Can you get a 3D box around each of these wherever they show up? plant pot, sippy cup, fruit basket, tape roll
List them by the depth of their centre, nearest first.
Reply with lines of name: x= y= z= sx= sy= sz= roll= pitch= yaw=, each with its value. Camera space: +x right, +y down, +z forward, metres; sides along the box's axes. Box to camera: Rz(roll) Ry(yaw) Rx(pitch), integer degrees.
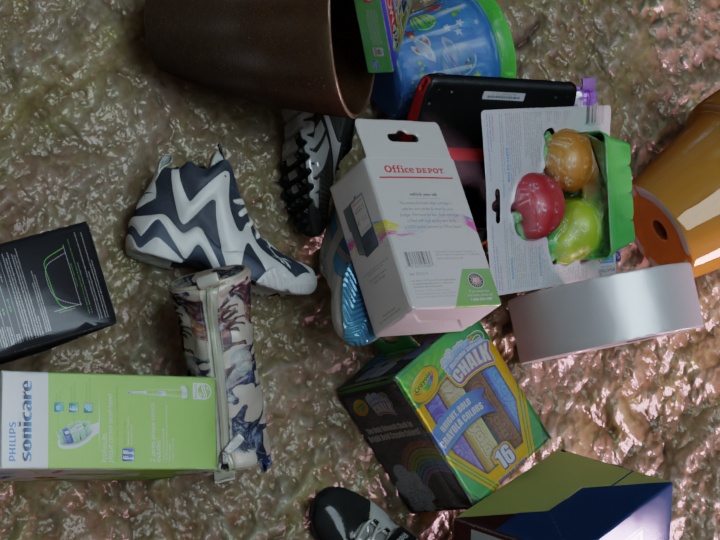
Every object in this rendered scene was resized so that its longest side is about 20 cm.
plant pot: x=-0.100 y=-0.240 z=1.544 sx=0.198 sy=0.187 sz=0.189 roll=1 pitch=75 yaw=14
fruit basket: x=0.194 y=-0.075 z=1.658 sx=0.199 sy=0.093 sz=0.187 roll=-7 pitch=95 yaw=-36
sippy cup: x=0.077 y=-0.221 z=1.697 sx=0.129 sy=0.140 sz=0.179 roll=-15 pitch=64 yaw=-22
tape roll: x=0.259 y=0.046 z=1.699 sx=0.201 sy=0.202 sz=0.072 roll=-9 pitch=84 yaw=-31
plant pot: x=0.407 y=-0.086 z=1.832 sx=0.182 sy=0.200 sz=0.201 roll=-31 pitch=96 yaw=-16

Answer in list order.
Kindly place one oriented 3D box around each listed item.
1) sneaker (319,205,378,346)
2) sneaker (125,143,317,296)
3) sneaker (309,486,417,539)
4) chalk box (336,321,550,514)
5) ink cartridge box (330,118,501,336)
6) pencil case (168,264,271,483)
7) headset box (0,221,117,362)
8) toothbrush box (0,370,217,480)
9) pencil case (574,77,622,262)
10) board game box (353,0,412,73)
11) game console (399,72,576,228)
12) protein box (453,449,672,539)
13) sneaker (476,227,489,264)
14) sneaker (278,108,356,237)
sneaker: x=0.000 y=0.000 z=1.592 sx=0.076 sy=0.081 sz=0.201 roll=28 pitch=44 yaw=-22
sneaker: x=-0.123 y=-0.053 z=1.563 sx=0.197 sy=0.079 sz=0.131 roll=15 pitch=80 yaw=-17
sneaker: x=0.037 y=0.284 z=1.583 sx=0.200 sy=0.088 sz=0.074 roll=45 pitch=63 yaw=-13
chalk box: x=0.071 y=0.126 z=1.615 sx=0.123 sy=0.124 sz=0.201 roll=-35 pitch=99 yaw=-31
ink cartridge box: x=0.046 y=-0.043 z=1.548 sx=0.116 sy=0.067 sz=0.202 roll=-1 pitch=66 yaw=-38
pencil case: x=-0.130 y=0.092 z=1.490 sx=0.077 sy=0.089 sz=0.202 roll=-8 pitch=104 yaw=-10
headset box: x=-0.336 y=0.040 z=1.362 sx=0.199 sy=0.174 sz=0.094 roll=-17 pitch=89 yaw=-31
toothbrush box: x=-0.244 y=0.140 z=1.412 sx=0.198 sy=0.145 sz=0.087 roll=6 pitch=77 yaw=-30
pencil case: x=0.240 y=-0.105 z=1.788 sx=0.083 sy=0.085 sz=0.202 roll=-5 pitch=81 yaw=-30
board game box: x=0.016 y=-0.311 z=1.539 sx=0.135 sy=0.029 sz=0.201 roll=-76 pitch=161 yaw=-44
game console: x=0.124 y=-0.124 z=1.693 sx=0.198 sy=0.031 sz=0.178 roll=-1 pitch=120 yaw=-31
protein box: x=0.199 y=0.315 z=1.573 sx=0.198 sy=0.134 sz=0.202 roll=-22 pitch=118 yaw=-48
sneaker: x=0.101 y=-0.012 z=1.690 sx=0.198 sy=0.077 sz=0.079 roll=-11 pitch=86 yaw=-30
sneaker: x=-0.037 y=-0.134 z=1.640 sx=0.090 sy=0.066 sz=0.202 roll=0 pitch=77 yaw=-28
